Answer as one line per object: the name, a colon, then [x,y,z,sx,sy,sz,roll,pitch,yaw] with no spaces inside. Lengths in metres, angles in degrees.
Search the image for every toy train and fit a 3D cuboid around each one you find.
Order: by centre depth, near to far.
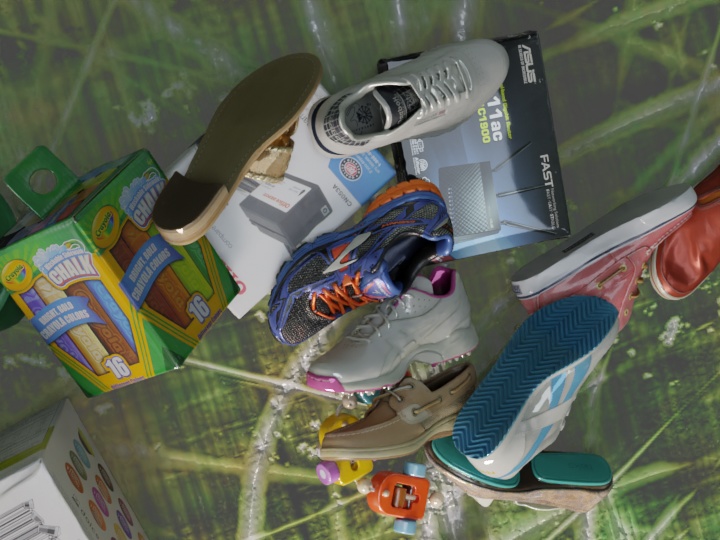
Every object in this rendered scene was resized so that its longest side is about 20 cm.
toy train: [0.018,0.151,1.271,0.149,0.055,0.202,10,85,-36]

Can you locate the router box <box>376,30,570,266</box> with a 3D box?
router box: [0.108,-0.115,1.240,0.148,0.062,0.202,-12,99,-7]

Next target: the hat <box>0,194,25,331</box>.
hat: [-0.333,0.021,1.220,0.200,0.176,0.166,39,92,27]

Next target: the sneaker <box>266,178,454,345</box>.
sneaker: [0.000,0.000,1.163,0.200,0.079,0.075,-40,132,5]

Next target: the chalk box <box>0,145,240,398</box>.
chalk box: [-0.221,-0.015,1.112,0.123,0.125,0.201,-18,115,35]

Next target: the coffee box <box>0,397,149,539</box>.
coffee box: [-0.310,0.265,1.163,0.199,0.198,0.201,-28,101,-2]

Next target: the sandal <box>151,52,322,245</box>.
sandal: [-0.098,-0.093,1.130,0.212,0.077,0.070,-54,145,-23]

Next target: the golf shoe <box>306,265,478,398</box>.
golf shoe: [0.026,0.054,1.192,0.199,0.075,0.092,-19,111,-42]

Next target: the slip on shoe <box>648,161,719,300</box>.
slip on shoe: [0.357,-0.056,1.284,0.074,0.061,0.200,39,92,-12]

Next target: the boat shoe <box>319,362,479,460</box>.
boat shoe: [0.037,0.131,1.213,0.199,0.071,0.065,-12,95,-45]

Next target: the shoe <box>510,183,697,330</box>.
shoe: [0.252,0.000,1.275,0.199,0.072,0.091,-30,102,2]

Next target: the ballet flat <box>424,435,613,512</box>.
ballet flat: [0.151,0.208,1.288,0.198,0.068,0.068,13,134,-10]

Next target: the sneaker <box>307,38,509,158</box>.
sneaker: [0.053,-0.152,1.147,0.199,0.080,0.077,-27,94,-16]

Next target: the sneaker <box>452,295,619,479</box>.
sneaker: [0.171,0.108,1.228,0.200,0.076,0.081,-47,139,-5]

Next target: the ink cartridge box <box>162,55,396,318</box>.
ink cartridge box: [-0.090,-0.078,1.206,0.200,0.084,0.145,-42,101,-1]
